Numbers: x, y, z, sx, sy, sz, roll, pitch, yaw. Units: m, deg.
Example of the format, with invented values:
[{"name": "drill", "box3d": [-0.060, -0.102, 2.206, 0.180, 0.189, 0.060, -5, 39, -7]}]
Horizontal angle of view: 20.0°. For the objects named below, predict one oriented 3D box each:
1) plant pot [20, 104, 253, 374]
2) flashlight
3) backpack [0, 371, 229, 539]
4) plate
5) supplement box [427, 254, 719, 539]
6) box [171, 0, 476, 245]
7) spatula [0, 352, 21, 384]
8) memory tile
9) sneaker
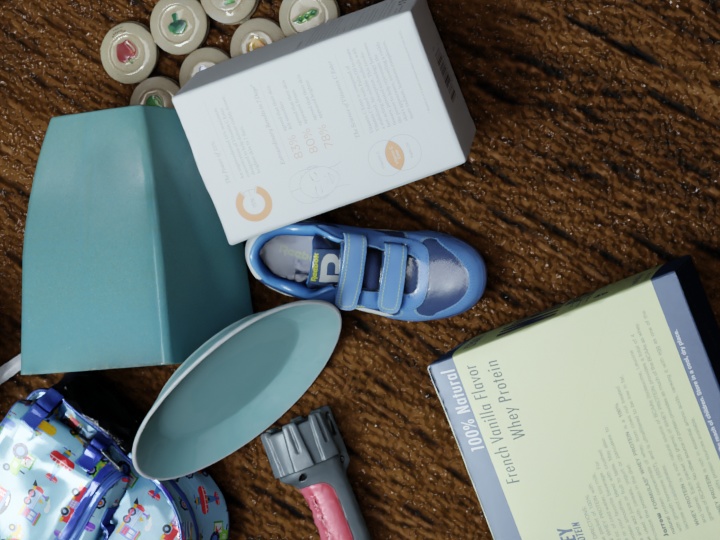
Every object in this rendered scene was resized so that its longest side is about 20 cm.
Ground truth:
[{"name": "plant pot", "box3d": [-0.180, -0.024, 1.614, 0.140, 0.141, 0.202, -6, 87, 27]}, {"name": "flashlight", "box3d": [-0.024, 0.217, 1.641, 0.067, 0.068, 0.202, -22, 91, 18]}, {"name": "backpack", "box3d": [-0.216, 0.205, 1.656, 0.200, 0.134, 0.183, 39, 104, 5]}, {"name": "plate", "box3d": [-0.100, 0.087, 1.585, 0.200, 0.200, 0.026, -47, 66, 14]}, {"name": "supplement box", "box3d": [0.186, 0.120, 1.541, 0.198, 0.134, 0.202, -22, 90, 15]}, {"name": "box", "box3d": [-0.026, -0.119, 1.577, 0.198, 0.098, 0.125, -18, 105, 13]}, {"name": "spatula", "box3d": [-0.301, 0.087, 1.723, 0.199, 0.021, 0.057, -35, 88, 16]}, {"name": "memory tile", "box3d": [-0.103, -0.168, 1.650, 0.199, 0.017, 0.154, -29, 88, 15]}, {"name": "sneaker", "box3d": [0.000, 0.000, 1.606, 0.198, 0.082, 0.075, 7, 96, 12]}]
